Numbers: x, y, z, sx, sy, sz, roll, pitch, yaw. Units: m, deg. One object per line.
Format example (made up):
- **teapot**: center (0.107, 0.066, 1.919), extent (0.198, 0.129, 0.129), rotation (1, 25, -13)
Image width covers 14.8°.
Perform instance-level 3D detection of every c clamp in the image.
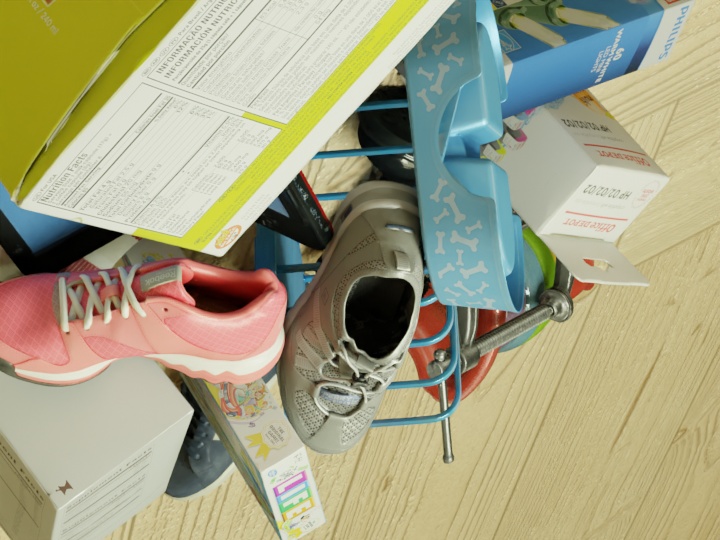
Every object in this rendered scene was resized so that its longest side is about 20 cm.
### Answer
- **c clamp**: center (0.106, 0.022, 2.015), extent (0.200, 0.027, 0.172), rotation (-32, 125, -45)

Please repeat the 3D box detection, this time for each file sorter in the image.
- **file sorter**: center (0.000, 0.000, 1.829), extent (0.122, 0.139, 0.200), rotation (-3, 144, 3)

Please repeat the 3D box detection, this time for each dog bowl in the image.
- **dog bowl**: center (0.062, -0.072, 1.679), extent (0.049, 0.201, 0.111), rotation (-6, 175, 11)

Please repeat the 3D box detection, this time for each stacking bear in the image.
- **stacking bear**: center (0.111, 0.007, 2.142), extent (0.114, 0.122, 0.200), rotation (-49, 165, 33)

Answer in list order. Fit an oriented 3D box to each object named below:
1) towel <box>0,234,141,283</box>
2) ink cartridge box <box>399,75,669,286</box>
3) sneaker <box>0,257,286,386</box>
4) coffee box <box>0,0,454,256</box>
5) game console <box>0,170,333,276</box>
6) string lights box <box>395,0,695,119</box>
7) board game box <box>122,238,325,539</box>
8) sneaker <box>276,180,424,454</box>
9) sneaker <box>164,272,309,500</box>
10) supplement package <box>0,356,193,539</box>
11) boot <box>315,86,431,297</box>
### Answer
- **towel**: center (-0.194, -0.025, 1.732), extent (0.200, 0.023, 0.144), rotation (-44, 154, 4)
- **ink cartridge box**: center (0.131, -0.083, 1.886), extent (0.068, 0.200, 0.115), rotation (-49, 155, 21)
- **sneaker**: center (-0.138, 0.018, 1.675), extent (0.199, 0.074, 0.087), rotation (0, 149, -15)
- **coffee box**: center (-0.110, -0.156, 1.402), extent (0.200, 0.200, 0.197), rotation (-46, 155, 16)
- **game console**: center (-0.133, -0.053, 1.616), extent (0.119, 0.172, 0.200), rotation (-56, 152, -16)
- **string lights box**: center (0.114, -0.167, 1.835), extent (0.199, 0.103, 0.059), rotation (-22, 148, -36)
- **board game box**: center (-0.092, 0.071, 1.824), extent (0.034, 0.200, 0.135), rotation (-29, 156, -8)
- **sneaker**: center (-0.008, 0.043, 1.697), extent (0.074, 0.082, 0.201), rotation (6, 128, -10)
- **sneaker**: center (-0.106, 0.081, 1.990), extent (0.084, 0.075, 0.201), rotation (2, 124, -57)
- **supplement package**: center (-0.190, 0.107, 1.792), extent (0.109, 0.114, 0.200), rotation (-36, 171, -19)
- **boot**: center (0.024, -0.042, 1.952), extent (0.168, 0.076, 0.200), rotation (-52, 158, 20)
